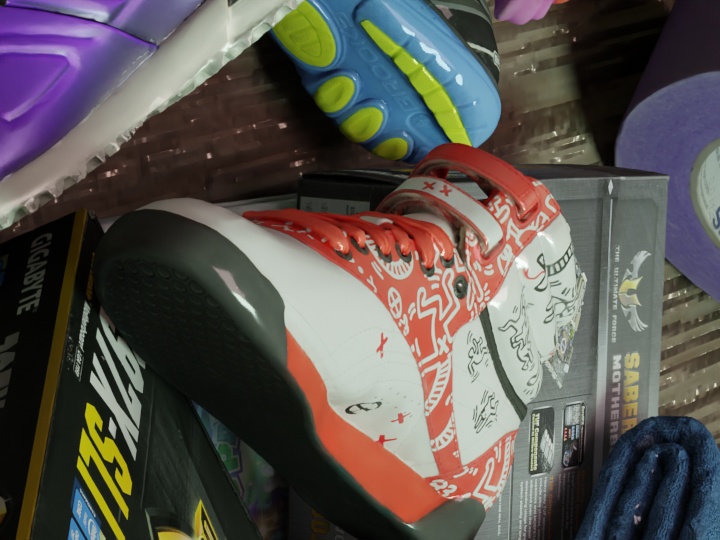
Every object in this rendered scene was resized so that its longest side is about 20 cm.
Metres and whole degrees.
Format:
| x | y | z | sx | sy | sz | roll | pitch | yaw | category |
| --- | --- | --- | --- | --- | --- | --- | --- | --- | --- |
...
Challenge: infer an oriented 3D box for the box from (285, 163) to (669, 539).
| x | y | z | sx | sy | sz | roll | pitch | yaw | category |
| --- | --- | --- | --- | --- | --- | --- | --- | --- | --- |
| 0.041 | 0.065 | 0.967 | 0.158 | 0.048 | 0.202 | -6 | 99 | -53 | box |

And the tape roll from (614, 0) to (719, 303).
| x | y | z | sx | sy | sz | roll | pitch | yaw | category |
| --- | --- | --- | --- | --- | --- | --- | --- | --- | --- |
| 0.201 | -0.045 | 1.068 | 0.200 | 0.199 | 0.085 | 51 | 55 | -40 | tape roll |

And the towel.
| x | y | z | sx | sy | sz | roll | pitch | yaw | category |
| --- | --- | --- | --- | --- | --- | --- | --- | --- | --- |
| 0.121 | 0.149 | 1.002 | 0.112 | 0.048 | 0.201 | -67 | 148 | -34 | towel |

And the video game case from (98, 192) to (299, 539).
| x | y | z | sx | sy | sz | roll | pitch | yaw | category |
| --- | --- | --- | --- | --- | --- | --- | --- | --- | --- |
| -0.019 | 0.047 | 0.944 | 0.199 | 0.018 | 0.144 | -9 | 101 | -50 | video game case |

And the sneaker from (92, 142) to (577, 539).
| x | y | z | sx | sy | sz | roll | pitch | yaw | category |
| --- | --- | --- | --- | --- | --- | --- | --- | --- | --- |
| -0.001 | 0.000 | 0.810 | 0.108 | 0.067 | 0.201 | -63 | 146 | -16 | sneaker |

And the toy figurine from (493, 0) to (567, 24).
| x | y | z | sx | sy | sz | roll | pitch | yaw | category |
| --- | --- | --- | --- | --- | --- | --- | --- | --- | --- |
| 0.076 | -0.145 | 0.899 | 0.149 | 0.200 | 0.185 | 29 | 41 | -2 | toy figurine |

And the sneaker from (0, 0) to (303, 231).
| x | y | z | sx | sy | sz | roll | pitch | yaw | category |
| --- | --- | --- | --- | --- | --- | --- | --- | --- | --- |
| -0.095 | -0.077 | 0.808 | 0.200 | 0.069 | 0.100 | -40 | 98 | -27 | sneaker |

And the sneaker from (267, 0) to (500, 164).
| x | y | z | sx | sy | sz | roll | pitch | yaw | category |
| --- | --- | --- | --- | --- | --- | --- | --- | --- | --- |
| -0.014 | -0.122 | 0.911 | 0.200 | 0.070 | 0.083 | 54 | 30 | -35 | sneaker |

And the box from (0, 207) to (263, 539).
| x | y | z | sx | sy | sz | roll | pitch | yaw | category |
| --- | --- | --- | --- | --- | --- | --- | --- | --- | --- |
| -0.065 | 0.096 | 0.761 | 0.200 | 0.049 | 0.160 | -91 | 156 | -65 | box |
